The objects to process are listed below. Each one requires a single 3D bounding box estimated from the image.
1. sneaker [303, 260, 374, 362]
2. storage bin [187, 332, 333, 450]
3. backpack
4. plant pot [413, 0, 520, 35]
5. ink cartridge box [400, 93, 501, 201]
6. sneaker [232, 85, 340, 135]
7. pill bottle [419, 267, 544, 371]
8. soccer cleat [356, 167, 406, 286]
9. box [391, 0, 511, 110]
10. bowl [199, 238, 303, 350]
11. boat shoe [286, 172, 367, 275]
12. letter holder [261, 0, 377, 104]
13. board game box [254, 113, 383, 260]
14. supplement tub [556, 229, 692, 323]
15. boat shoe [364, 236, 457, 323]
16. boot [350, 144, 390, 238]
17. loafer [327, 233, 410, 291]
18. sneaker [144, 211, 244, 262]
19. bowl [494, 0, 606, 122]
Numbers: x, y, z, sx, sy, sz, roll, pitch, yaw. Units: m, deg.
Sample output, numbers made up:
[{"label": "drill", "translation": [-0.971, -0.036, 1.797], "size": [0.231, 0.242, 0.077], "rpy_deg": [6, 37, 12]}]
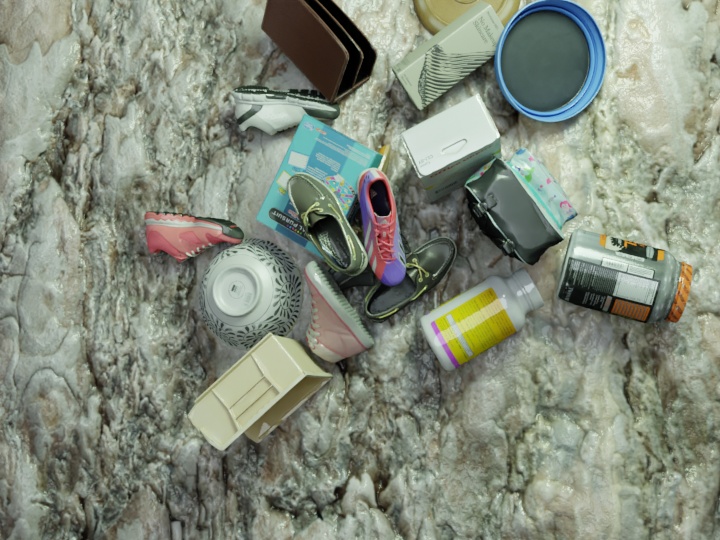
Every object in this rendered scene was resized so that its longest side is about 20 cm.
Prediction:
[{"label": "sneaker", "translation": [-0.065, 0.081, 1.511], "size": [0.104, 0.076, 0.201], "rpy_deg": [-28, 124, 10]}, {"label": "storage bin", "translation": [-0.166, 0.207, 1.492], "size": [0.198, 0.200, 0.094], "rpy_deg": [-42, 78, 3]}, {"label": "backpack", "translation": [0.254, -0.103, 1.452], "size": [0.150, 0.200, 0.178], "rpy_deg": [-38, 88, 0]}, {"label": "plant pot", "translation": [0.191, -0.505, 1.591], "size": [0.196, 0.027, 0.204], "rpy_deg": [-1, 85, 9]}, {"label": "ink cartridge box", "translation": [0.155, -0.200, 1.477], "size": [0.144, 0.200, 0.084], "rpy_deg": [-27, 81, 6]}, {"label": "sneaker", "translation": [-0.134, -0.286, 1.612], "size": [0.196, 0.074, 0.081], "rpy_deg": [6, 114, 5]}, {"label": "pill bottle", "translation": [0.205, 0.077, 1.490], "size": [0.198, 0.104, 0.105], "rpy_deg": [-31, 80, 6]}, {"label": "soccer cleat", "translation": [0.036, -0.067, 1.464], "size": [0.067, 0.073, 0.203], "rpy_deg": [-13, 102, -6]}, {"label": "box", "translation": [0.157, -0.374, 1.545], "size": [0.199, 0.069, 0.082], "rpy_deg": [-37, 111, 8]}, {"label": "bowl", "translation": [-0.207, 0.039, 1.570], "size": [0.197, 0.094, 0.205], "rpy_deg": [-1, 85, 10]}, {"label": "boat shoe", "translation": [-0.061, -0.080, 1.469], "size": [0.072, 0.060, 0.203], "rpy_deg": [-37, 80, 14]}, {"label": "letter holder", "translation": [-0.067, -0.424, 1.553], "size": [0.100, 0.143, 0.200], "rpy_deg": [-37, 78, -27]}, {"label": "board game box", "translation": [-0.072, -0.142, 1.528], "size": [0.150, 0.047, 0.202], "rpy_deg": [29, 100, 15]}, {"label": "supplement tub", "translation": [0.428, 0.013, 1.449], "size": [0.197, 0.123, 0.125], "rpy_deg": [15, 87, 10]}, {"label": "boat shoe", "translation": [0.087, 0.016, 1.538], "size": [0.201, 0.061, 0.072], "rpy_deg": [-42, 82, 3]}, {"label": "boot", "translation": [-0.041, -0.150, 1.573], "size": [0.142, 0.071, 0.204], "rpy_deg": [24, 93, 11]}, {"label": "loafer", "translation": [0.000, 0.000, 1.552], "size": [0.200, 0.073, 0.072], "rpy_deg": [-43, 84, 4]}, {"label": "sneaker", "translation": [-0.302, -0.056, 1.617], "size": [0.197, 0.074, 0.088], "rpy_deg": [8, 95, 17]}, {"label": "bowl", "translation": [0.320, -0.356, 1.510], "size": [0.197, 0.039, 0.204], "rpy_deg": [-2, 100, -12]}]
